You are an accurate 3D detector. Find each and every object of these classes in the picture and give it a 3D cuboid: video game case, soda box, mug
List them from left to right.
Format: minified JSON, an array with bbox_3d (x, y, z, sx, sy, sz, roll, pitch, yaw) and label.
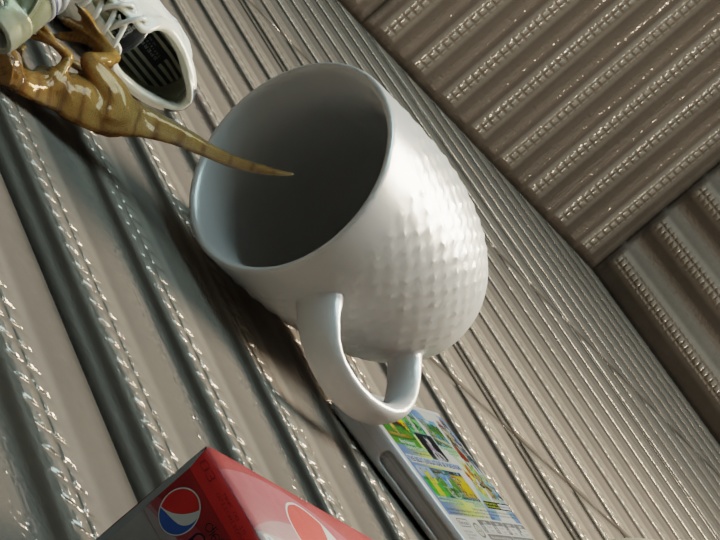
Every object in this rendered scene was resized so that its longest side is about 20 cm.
[{"bbox_3d":[-0.022,0.142,0.907,0.070,0.063,0.200,55,10,33],"label":"soda box"},{"bbox_3d":[0.000,0.000,1.371,0.175,0.147,0.201,43,38,-46],"label":"mug"},{"bbox_3d":[0.069,0.161,1.447,0.183,0.022,0.200,53,10,18],"label":"video game case"}]

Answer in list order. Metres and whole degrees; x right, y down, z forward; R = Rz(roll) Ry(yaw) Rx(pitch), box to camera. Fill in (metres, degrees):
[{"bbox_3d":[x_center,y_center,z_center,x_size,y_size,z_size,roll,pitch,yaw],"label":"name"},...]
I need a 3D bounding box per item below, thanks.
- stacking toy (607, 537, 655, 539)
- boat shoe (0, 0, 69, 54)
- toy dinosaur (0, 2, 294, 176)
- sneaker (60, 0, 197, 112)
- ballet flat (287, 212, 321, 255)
[{"bbox_3d":[0.158,0.252,1.286,0.146,0.146,0.200,54,-10,24],"label":"stacking toy"},{"bbox_3d":[-0.247,-0.200,1.211,0.200,0.072,0.062,37,54,-4],"label":"boat shoe"},{"bbox_3d":[-0.148,-0.097,1.309,0.199,0.061,0.107,18,30,-33],"label":"toy dinosaur"},{"bbox_3d":[-0.171,-0.184,1.513,0.200,0.073,0.071,43,8,-43],"label":"sneaker"},{"bbox_3d":[-0.031,-0.002,1.496,0.200,0.070,0.066,34,32,-50],"label":"ballet flat"}]
